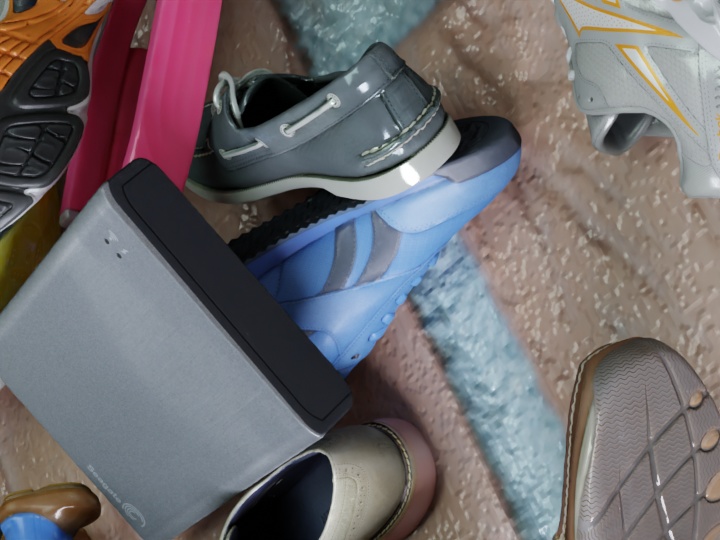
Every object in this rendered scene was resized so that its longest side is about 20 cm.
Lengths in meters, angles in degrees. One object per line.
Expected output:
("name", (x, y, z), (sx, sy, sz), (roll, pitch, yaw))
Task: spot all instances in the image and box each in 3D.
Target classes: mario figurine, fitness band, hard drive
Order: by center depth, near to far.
("hard drive", (-0.098, 0.046, 0.820), (0.140, 0.033, 0.200), (48, 146, -2))
("mario figurine", (-0.133, 0.213, 0.878), (0.105, 0.123, 0.202), (-19, 58, 17))
("fitness band", (-0.109, -0.087, 0.880), (0.144, 0.037, 0.202), (144, 136, -63))

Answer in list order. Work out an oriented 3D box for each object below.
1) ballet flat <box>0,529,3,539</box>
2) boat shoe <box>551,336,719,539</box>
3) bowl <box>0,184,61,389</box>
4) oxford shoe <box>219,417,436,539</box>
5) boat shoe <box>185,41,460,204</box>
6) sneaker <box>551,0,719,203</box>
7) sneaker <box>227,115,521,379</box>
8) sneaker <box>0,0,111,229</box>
("ballet flat", (-0.273, 0.174, 1.012), (0.199, 0.068, 0.069), (-8, 78, 39))
("boat shoe", (0.097, 0.120, 0.674), (0.072, 0.075, 0.202), (22, 121, 56))
("bowl", (-0.244, 0.018, 0.971), (0.199, 0.200, 0.108), (11, 134, 40))
("oxford shoe", (-0.052, 0.140, 0.825), (0.201, 0.073, 0.071), (-52, 58, 23))
("boat shoe", (-0.034, -0.074, 0.821), (0.073, 0.062, 0.199), (-46, 28, -24))
("sneaker", (0.104, -0.103, 0.733), (0.200, 0.075, 0.092), (47, 117, 36))
("sneaker", (0.000, 0.000, 0.822), (0.199, 0.066, 0.079), (-30, 105, 21))
("sneaker", (-0.163, -0.096, 0.870), (0.092, 0.075, 0.202), (133, 159, -69))
